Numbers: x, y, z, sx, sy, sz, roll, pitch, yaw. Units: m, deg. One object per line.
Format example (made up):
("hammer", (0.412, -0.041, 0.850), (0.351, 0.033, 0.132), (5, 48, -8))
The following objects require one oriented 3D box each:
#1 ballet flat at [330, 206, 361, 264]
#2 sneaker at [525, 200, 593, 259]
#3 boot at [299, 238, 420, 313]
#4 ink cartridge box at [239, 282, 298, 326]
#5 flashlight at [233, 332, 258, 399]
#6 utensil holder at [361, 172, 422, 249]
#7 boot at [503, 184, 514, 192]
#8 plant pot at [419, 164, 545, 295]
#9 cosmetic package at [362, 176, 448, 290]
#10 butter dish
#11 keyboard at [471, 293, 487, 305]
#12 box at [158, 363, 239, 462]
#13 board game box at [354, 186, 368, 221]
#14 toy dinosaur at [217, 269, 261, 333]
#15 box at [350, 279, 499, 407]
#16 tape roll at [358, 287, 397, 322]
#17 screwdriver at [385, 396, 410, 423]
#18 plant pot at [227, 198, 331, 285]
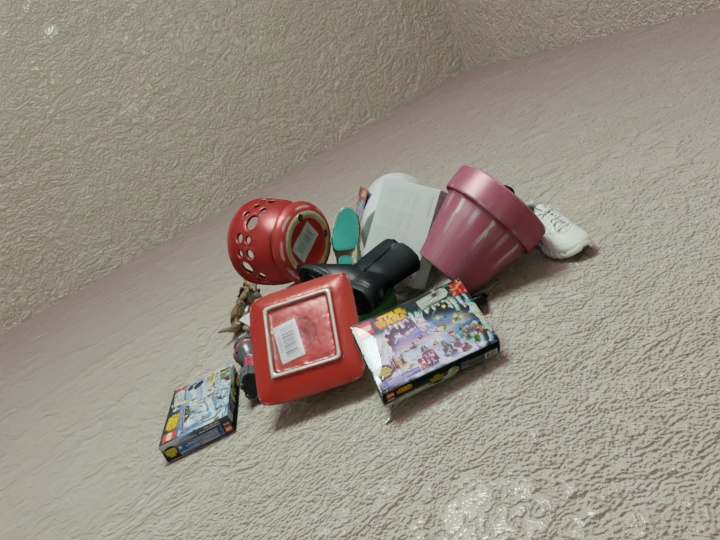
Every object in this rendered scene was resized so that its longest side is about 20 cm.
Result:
("ballet flat", (-0.030, -0.040, 1.405), (0.074, 0.205, 0.064), (-1, -2, -1))
("sneaker", (0.362, -0.080, 1.178), (0.074, 0.082, 0.200), (-26, 21, -8))
("boot", (0.000, 0.000, 1.217), (0.197, 0.078, 0.168), (15, 40, 38))
("ink cartridge box", (-0.159, 0.093, 1.394), (0.198, 0.068, 0.115), (-34, 22, -23))
("flashlight", (-0.218, 0.184, 1.229), (0.066, 0.070, 0.200), (7, 10, -13))
("utensil holder", (0.084, -0.119, 1.485), (0.167, 0.172, 0.201), (-20, 23, 14))
("boot", (0.255, -0.167, 1.519), (0.197, 0.078, 0.168), (-23, 23, -14))
("plant pot", (0.211, -0.063, 1.152), (0.180, 0.199, 0.200), (-52, 21, 3))
("cosmetic package", (0.091, -0.079, 1.297), (0.149, 0.204, 0.051), (21, 6, 41))
("butter dish", (-0.082, 0.135, 1.105), (0.195, 0.148, 0.204), (-17, 62, 8))
("keyboard", (0.133, 0.089, 1.124), (0.196, 0.040, 0.104), (-19, -3, 20))
("box", (-0.299, 0.264, 1.181), (0.135, 0.041, 0.200), (-24, 20, 0))
("board game box", (-0.014, -0.104, 1.532), (0.019, 0.205, 0.103), (13, 6, -5))
("toy dinosaur", (-0.285, 0.095, 1.532), (0.134, 0.086, 0.202), (-16, 36, 52))
("box", (0.098, 0.108, 0.970), (0.196, 0.040, 0.138), (-24, 48, -7))
("tape roll", (-0.024, 0.074, 1.252), (0.196, 0.049, 0.201), (-12, 21, 4))
("screwdriver", (0.104, 0.164, 0.966), (0.200, 0.028, 0.029), (-42, -3, -33))
("plant pot", (-0.176, -0.063, 1.429), (0.180, 0.204, 0.200), (6, 35, 40))
